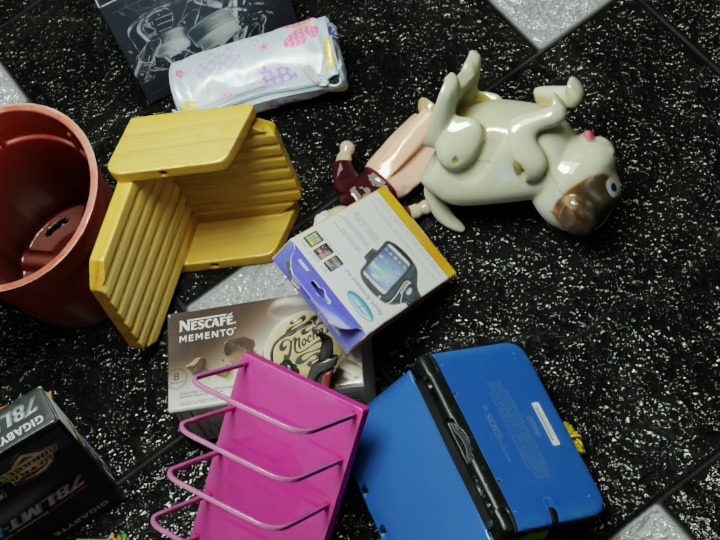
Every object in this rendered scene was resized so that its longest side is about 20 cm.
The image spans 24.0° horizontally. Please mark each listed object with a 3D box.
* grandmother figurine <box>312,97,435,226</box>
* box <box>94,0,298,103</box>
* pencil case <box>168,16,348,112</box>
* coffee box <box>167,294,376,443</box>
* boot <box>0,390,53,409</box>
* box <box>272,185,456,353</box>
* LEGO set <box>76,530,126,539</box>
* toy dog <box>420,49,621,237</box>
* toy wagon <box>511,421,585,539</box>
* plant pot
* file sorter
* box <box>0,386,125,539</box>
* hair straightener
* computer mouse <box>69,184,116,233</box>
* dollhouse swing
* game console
[{"bbox_3d":[0.020,-0.094,1.790,0.121,0.061,0.200,35,73,23],"label":"grandmother figurine"},{"bbox_3d":[-0.189,-0.313,1.893,0.199,0.182,0.105,-25,59,-1],"label":"box"},{"bbox_3d":[-0.112,-0.214,1.876,0.198,0.083,0.091,-15,58,5],"label":"pencil case"},{"bbox_3d":[-0.090,0.095,1.696,0.198,0.080,0.114,-8,59,8],"label":"coffee box"},{"bbox_3d":[-0.412,0.152,1.725,0.198,0.069,0.189,-14,59,-9],"label":"boot"},{"bbox_3d":[0.000,0.000,1.664,0.119,0.041,0.200,51,40,6],"label":"box"},{"bbox_3d":[-0.209,0.341,1.544,0.115,0.201,0.154,4,31,-23],"label":"LEGO set"},{"bbox_3d":[0.167,-0.106,1.709,0.199,0.140,0.195,21,107,10],"label":"toy dog"},{"bbox_3d":[0.120,0.196,1.612,0.199,0.040,0.156,-28,59,-3],"label":"toy wagon"},{"bbox_3d":[-0.326,-0.041,1.751,0.199,0.195,0.202,-5,69,14],"label":"plant pot"},{"bbox_3d":[-0.104,0.200,1.558,0.138,0.125,0.201,23,105,24],"label":"file sorter"},{"bbox_3d":[-0.347,0.218,1.618,0.199,0.199,0.050,-31,57,-6],"label":"box"},{"bbox_3d":[-0.068,0.142,1.617,0.076,0.041,0.202,9,106,3],"label":"hair straightener"},{"bbox_3d":[-0.229,-0.086,1.866,0.199,0.034,0.059,-21,73,7],"label":"computer mouse"},{"bbox_3d":[-0.162,-0.033,1.715,0.180,0.200,0.177,-6,59,10],"label":"dollhouse swing"},{"bbox_3d":[0.101,0.187,1.589,0.170,0.119,0.201,-7,54,-28],"label":"game console"}]
